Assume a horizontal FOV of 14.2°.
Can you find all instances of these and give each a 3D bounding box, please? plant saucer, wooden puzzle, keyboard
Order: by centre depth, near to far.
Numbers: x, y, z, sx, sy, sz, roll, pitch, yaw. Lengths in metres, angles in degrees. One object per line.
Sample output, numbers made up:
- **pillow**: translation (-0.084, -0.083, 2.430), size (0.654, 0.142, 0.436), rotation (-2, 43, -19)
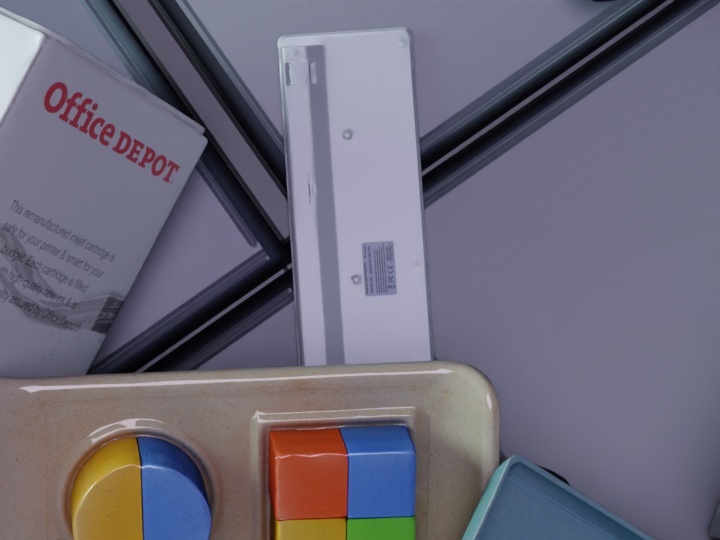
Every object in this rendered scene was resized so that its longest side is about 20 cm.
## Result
- **wooden puzzle**: translation (-0.047, 0.129, 1.107), size (0.200, 0.046, 0.185), rotation (-1, 109, -3)
- **plant saucer**: translation (0.109, 0.143, 1.133), size (0.200, 0.019, 0.070), rotation (33, 76, -33)
- **keyboard**: translation (0.000, 0.000, 1.196), size (0.056, 0.011, 0.200), rotation (-4, 88, -6)

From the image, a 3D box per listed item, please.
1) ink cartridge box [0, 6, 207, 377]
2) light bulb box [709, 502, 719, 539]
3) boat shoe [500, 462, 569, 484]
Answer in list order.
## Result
- **ink cartridge box**: translation (-0.163, 0.001, 1.118), size (0.084, 0.145, 0.200), rotation (27, 88, 26)
- **light bulb box**: translation (0.271, 0.056, 1.138), size (0.198, 0.125, 0.200), rotation (23, 87, 0)
- **boat shoe**: translation (0.069, 0.178, 1.164), size (0.074, 0.063, 0.201), rotation (-5, 89, -3)
